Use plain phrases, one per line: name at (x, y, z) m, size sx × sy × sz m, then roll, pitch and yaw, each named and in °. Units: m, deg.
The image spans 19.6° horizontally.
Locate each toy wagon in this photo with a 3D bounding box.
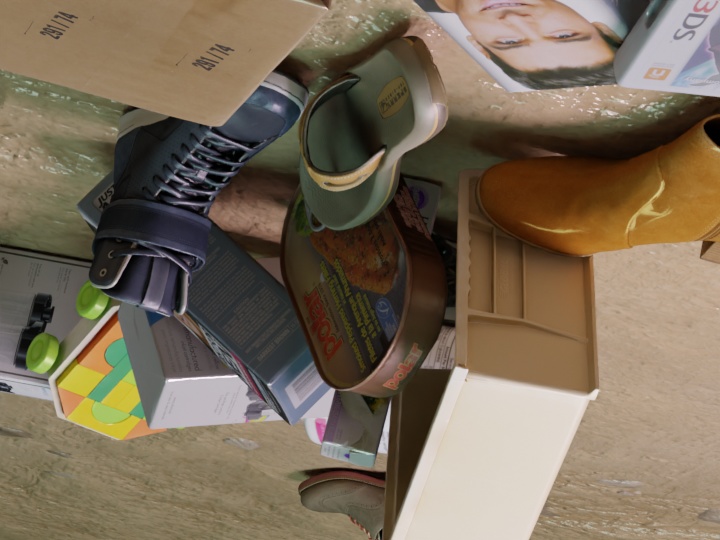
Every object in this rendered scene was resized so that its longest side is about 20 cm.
toy wagon at (-0.166, 0.056, 1.688) m, size 0.155 × 0.040 × 0.200 m, roll 25°, pitch 120°, yaw -36°

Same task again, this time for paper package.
paper package at (-0.118, -0.168, 1.071) m, size 0.191 × 0.104 × 0.200 m, roll 15°, pitch 161°, yaw -15°

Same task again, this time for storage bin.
storage bin at (0.083, 0.068, 1.385) m, size 0.094 × 0.199 × 0.200 m, roll 10°, pitch 133°, yaw -6°

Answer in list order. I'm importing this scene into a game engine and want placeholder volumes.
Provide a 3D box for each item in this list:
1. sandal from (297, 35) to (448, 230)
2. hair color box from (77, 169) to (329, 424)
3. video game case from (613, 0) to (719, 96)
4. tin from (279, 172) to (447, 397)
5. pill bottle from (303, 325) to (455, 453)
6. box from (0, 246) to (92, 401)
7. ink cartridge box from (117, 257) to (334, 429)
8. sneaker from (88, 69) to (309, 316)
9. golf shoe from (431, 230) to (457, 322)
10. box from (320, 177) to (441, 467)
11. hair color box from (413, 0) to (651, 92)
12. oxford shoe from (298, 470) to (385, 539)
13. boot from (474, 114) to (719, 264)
sandal at (-0.006, -0.082, 1.282) m, size 0.054 × 0.080 × 0.200 m, roll -22°, pitch 170°, yaw -25°
hair color box at (-0.106, 0.013, 1.497) m, size 0.200 × 0.061 × 0.099 m, roll 42°, pitch 170°, yaw 20°
video game case at (0.245, -0.130, 1.002) m, size 0.200 × 0.023 × 0.182 m, roll 4°, pitch 154°, yaw -13°
tin at (0.000, 0.000, 1.376) m, size 0.042 × 0.200 × 0.112 m, roll 21°, pitch 119°, yaw -32°
pill bottle at (0.061, 0.101, 1.744) m, size 0.200 × 0.113 × 0.113 m, roll 7°, pitch 161°, yaw 14°
box at (-0.313, 0.041, 1.779) m, size 0.200 × 0.117 × 0.060 m, roll 9°, pitch 161°, yaw 4°
ink cartridge box at (-0.074, 0.052, 1.608) m, size 0.200 × 0.115 × 0.068 m, roll -3°, pitch 142°, yaw -23°
sneaker at (-0.107, -0.048, 1.354) m, size 0.077 × 0.146 × 0.202 m, roll 22°, pitch 157°, yaw -26°
golf shoe at (0.056, 0.011, 1.539) m, size 0.200 × 0.078 × 0.094 m, roll 10°, pitch 162°, yaw 8°
box at (0.014, 0.034, 1.434) m, size 0.039 × 0.200 × 0.041 m, roll 14°, pitch 161°, yaw 0°
hair color box at (0.078, -0.160, 1.046) m, size 0.099 × 0.061 × 0.200 m, roll -1°, pitch 159°, yaw 32°
oxford shoe at (0.008, 0.266, 2.320) m, size 0.200 × 0.075 × 0.070 m, roll -4°, pitch 157°, yaw 39°
boot at (0.182, -0.060, 1.291) m, size 0.201 × 0.071 × 0.144 m, roll 10°, pitch 156°, yaw -7°
